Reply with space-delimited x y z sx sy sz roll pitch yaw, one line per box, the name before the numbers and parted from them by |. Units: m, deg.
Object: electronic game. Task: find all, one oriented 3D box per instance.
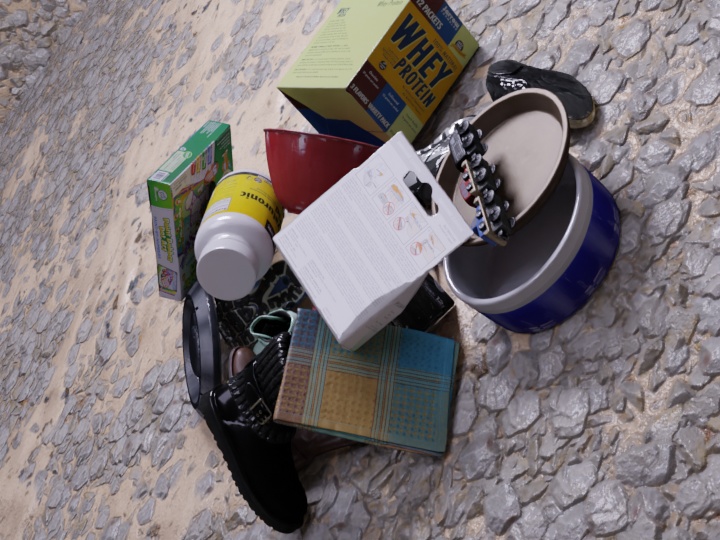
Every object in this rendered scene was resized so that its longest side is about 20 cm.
electronic game | -0.228 0.116 1.667 0.200 0.041 0.204 177 90 -72

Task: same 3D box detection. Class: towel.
towel | 0.010 0.127 1.315 0.022 0.196 0.149 97 -175 -62

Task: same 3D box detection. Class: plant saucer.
plant saucer | 0.161 -0.113 1.290 0.199 0.029 0.202 -34 40 33

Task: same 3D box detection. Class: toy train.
toy train | 0.129 -0.095 1.260 0.046 0.034 0.202 -44 34 25

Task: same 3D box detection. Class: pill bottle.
pill bottle | -0.169 -0.047 1.587 0.111 0.111 0.201 -39 22 26

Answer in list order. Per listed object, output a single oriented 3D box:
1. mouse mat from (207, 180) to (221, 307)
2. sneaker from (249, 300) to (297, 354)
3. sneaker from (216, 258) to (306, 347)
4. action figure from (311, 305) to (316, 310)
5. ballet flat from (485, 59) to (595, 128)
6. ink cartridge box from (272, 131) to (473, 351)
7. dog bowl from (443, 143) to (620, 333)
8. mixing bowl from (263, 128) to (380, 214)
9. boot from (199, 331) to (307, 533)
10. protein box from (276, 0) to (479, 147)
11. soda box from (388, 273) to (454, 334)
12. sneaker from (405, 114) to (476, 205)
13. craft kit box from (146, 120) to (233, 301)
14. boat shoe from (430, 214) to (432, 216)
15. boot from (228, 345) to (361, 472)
mouse mat | -0.209 -0.012 1.722 0.007 0.202 0.163 -5 49 5
sneaker | -0.113 0.088 1.547 0.199 0.117 0.075 -8 57 52
sneaker | -0.129 0.045 1.647 0.199 0.089 0.079 -33 84 30
action figure | 0.000 0.000 1.521 0.201 0.148 0.134 -55 -1 38
ballet flat | 0.227 -0.215 1.430 0.066 0.057 0.200 -32 35 -13
ink cartridge box | 0.017 -0.033 1.314 0.199 0.050 0.162 -38 67 9
dog bowl | 0.190 -0.035 1.286 0.199 0.078 0.202 -33 40 33
mixing bowl | -0.047 -0.126 1.601 0.199 0.198 0.110 14 95 56
boot | -0.089 0.197 1.378 0.157 0.213 0.079 -32 -2 25
protein box | 0.024 -0.292 1.644 0.201 0.135 0.197 -55 32 -14
soda box | 0.021 -0.009 1.389 0.071 0.201 0.063 -43 -7 19
sneaker | 0.090 -0.117 1.497 0.199 0.066 0.091 -35 36 28
craft kit box | -0.248 -0.091 1.716 0.048 0.200 0.201 14 36 15
boat shoe | 0.139 -0.098 1.411 0.199 0.072 0.073 -35 38 31
boot | -0.067 0.148 1.436 0.199 0.064 0.189 -32 78 38
